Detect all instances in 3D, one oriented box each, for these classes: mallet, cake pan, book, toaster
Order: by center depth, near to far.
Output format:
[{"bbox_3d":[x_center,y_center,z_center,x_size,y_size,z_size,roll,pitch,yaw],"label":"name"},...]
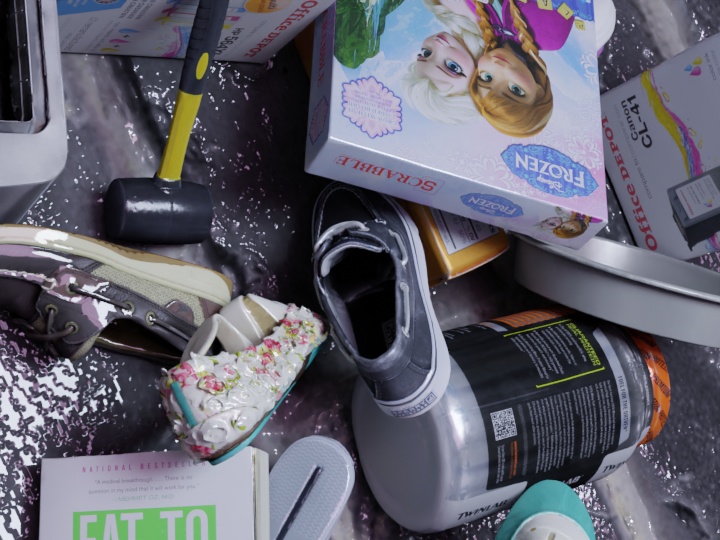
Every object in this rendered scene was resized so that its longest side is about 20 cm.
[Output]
[{"bbox_3d":[-0.265,-0.107,0.761,0.178,0.118,0.203,0,78,-29],"label":"toaster"},{"bbox_3d":[-0.117,0.206,0.783,0.131,0.048,0.203,-4,77,7],"label":"book"},{"bbox_3d":[-0.112,-0.101,0.826,0.065,0.202,0.041,-6,37,-26],"label":"mallet"},{"bbox_3d":[0.193,0.011,0.965,0.198,0.200,0.037,11,100,-27],"label":"cake pan"}]

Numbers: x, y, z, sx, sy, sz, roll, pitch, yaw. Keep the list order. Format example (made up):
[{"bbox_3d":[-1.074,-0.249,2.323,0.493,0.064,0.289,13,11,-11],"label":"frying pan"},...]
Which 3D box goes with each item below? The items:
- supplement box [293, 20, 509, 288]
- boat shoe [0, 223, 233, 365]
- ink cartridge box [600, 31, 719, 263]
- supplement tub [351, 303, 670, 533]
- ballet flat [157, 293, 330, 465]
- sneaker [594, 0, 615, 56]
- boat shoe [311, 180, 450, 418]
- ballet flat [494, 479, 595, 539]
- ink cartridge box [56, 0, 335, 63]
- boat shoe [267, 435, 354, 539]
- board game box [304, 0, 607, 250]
[{"bbox_3d":[0.028,-0.089,0.957,0.068,0.066,0.203,-20,89,-34],"label":"supplement box"},{"bbox_3d":[-0.165,0.019,0.814,0.197,0.073,0.066,9,68,-28],"label":"boat shoe"},{"bbox_3d":[0.274,-0.097,1.023,0.085,0.199,0.150,-21,88,-31],"label":"ink cartridge box"},{"bbox_3d":[0.103,0.092,0.923,0.198,0.122,0.124,-11,83,-31],"label":"supplement tub"},{"bbox_3d":[-0.065,0.049,0.816,0.064,0.075,0.200,54,16,-5],"label":"ballet flat"},{"bbox_3d":[0.115,-0.178,1.017,0.199,0.074,0.101,-35,104,-34],"label":"sneaker"},{"bbox_3d":[0.000,0.000,0.865,0.068,0.071,0.202,50,18,-42],"label":"boat shoe"},{"bbox_3d":[0.098,0.195,0.797,0.067,0.071,0.201,34,53,1],"label":"ballet flat"},{"bbox_3d":[-0.107,-0.214,0.872,0.197,0.128,0.127,-1,78,-29],"label":"ink cartridge box"},{"bbox_3d":[-0.062,0.194,0.833,0.072,0.062,0.201,33,78,15],"label":"boat shoe"},{"bbox_3d":[0.065,-0.131,0.905,0.197,0.041,0.202,14,58,-20],"label":"board game box"}]
